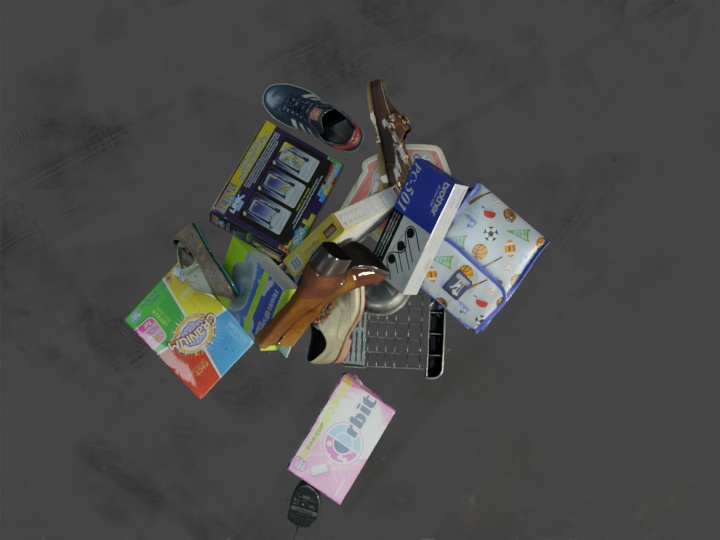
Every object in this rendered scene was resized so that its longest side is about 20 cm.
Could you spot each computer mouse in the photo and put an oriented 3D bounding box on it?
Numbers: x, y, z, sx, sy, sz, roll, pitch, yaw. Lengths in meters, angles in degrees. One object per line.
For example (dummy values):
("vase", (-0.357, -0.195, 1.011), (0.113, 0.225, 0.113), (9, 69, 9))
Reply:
("computer mouse", (-0.114, 0.477, 1.487), (0.057, 0.034, 0.205), (17, 100, 4))

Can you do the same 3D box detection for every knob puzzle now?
("knob puzzle", (0.084, -0.136, 1.445), (0.214, 0.030, 0.226), (0, 92, 3))

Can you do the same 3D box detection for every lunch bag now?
("lunch bag", (0.197, -0.020, 1.389), (0.169, 0.124, 0.201), (40, 85, 1))

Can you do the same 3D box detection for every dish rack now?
("dish rack", (0.052, 0.109, 1.447), (0.195, 0.055, 0.158), (3, 92, 3))

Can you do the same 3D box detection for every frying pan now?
("frying pan", (0.015, -0.009, 1.433), (0.114, 0.031, 0.192), (-33, 71, -5))

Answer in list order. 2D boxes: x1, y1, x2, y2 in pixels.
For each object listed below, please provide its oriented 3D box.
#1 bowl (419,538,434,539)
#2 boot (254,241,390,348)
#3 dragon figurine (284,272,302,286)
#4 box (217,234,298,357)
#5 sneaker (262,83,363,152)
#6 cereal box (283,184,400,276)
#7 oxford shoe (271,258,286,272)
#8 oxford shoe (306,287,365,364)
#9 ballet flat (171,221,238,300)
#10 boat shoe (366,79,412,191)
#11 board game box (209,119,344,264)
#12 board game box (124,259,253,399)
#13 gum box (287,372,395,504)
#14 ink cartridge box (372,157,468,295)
("bowl", (0.149, 0.593, 1.455), (0.197, 0.075, 0.203), (25, 94, 2))
("boot", (-0.056, 0.053, 1.294), (0.068, 0.187, 0.201), (44, 112, 21))
("dragon figurine", (-0.125, 0.046, 1.435), (0.058, 0.199, 0.101), (27, 59, -27))
("box", (-0.174, 0.043, 1.388), (0.200, 0.047, 0.124), (43, 119, 39))
("sneaker", (-0.084, -0.275, 1.419), (0.196, 0.085, 0.076), (24, 94, 2))
("cereal box", (-0.024, -0.068, 1.345), (0.143, 0.199, 0.040), (-41, 84, 37))
("oxford shoe", (-0.159, -0.087, 1.446), (0.073, 0.058, 0.206), (-1, 90, 7))
("oxford shoe", (-0.045, 0.077, 1.399), (0.070, 0.074, 0.204), (31, 117, 41))
("ballet flat", (-0.277, -0.004, 1.411), (0.066, 0.069, 0.201), (-30, 48, -11))
("boat shoe", (0.058, -0.237, 1.413), (0.069, 0.070, 0.205), (-12, 88, 16))
("board game box", (-0.144, -0.134, 1.403), (0.163, 0.057, 0.203), (29, 68, -1))
("board game box", (-0.305, 0.106, 1.469), (0.200, 0.040, 0.153), (45, 94, 0))
("gum box", (-0.031, 0.294, 1.442), (0.112, 0.066, 0.202), (32, 86, 0))
("ink cartridge box", (0.092, -0.071, 1.333), (0.094, 0.044, 0.203), (38, 111, 34))
